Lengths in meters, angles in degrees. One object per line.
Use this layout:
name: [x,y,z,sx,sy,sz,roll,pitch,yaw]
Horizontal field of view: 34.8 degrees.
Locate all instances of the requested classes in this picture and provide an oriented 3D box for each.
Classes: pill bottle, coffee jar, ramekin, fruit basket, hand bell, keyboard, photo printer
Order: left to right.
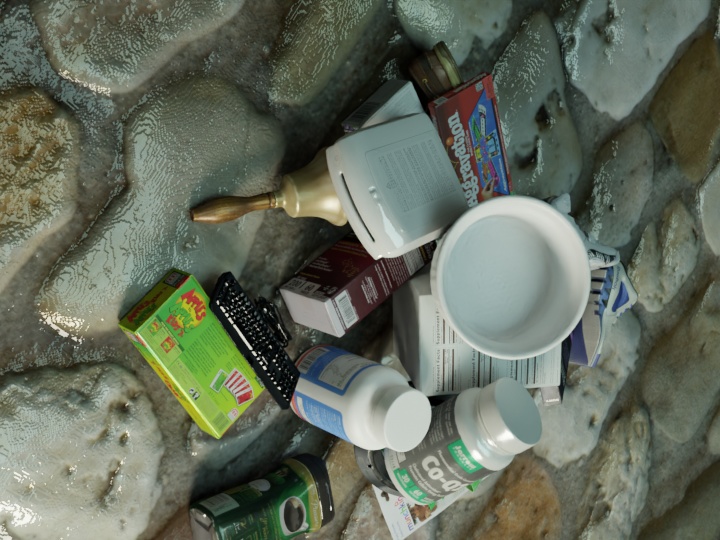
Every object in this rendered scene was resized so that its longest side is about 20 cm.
keyboard: [-0.124,0.080,1.490,0.201,0.039,0.105,59,27,-34]
hand bell: [-0.121,-0.088,1.466,0.198,0.104,0.105,-15,110,-25]
coffee jar: [-0.127,0.326,1.548,0.198,0.085,0.106,-20,110,-34]
pill bottle: [-0.001,0.175,1.542,0.111,0.199,0.114,-11,109,-37]
photo printer: [0.045,-0.108,1.469,0.199,0.069,0.168,-26,91,-52]
fruit basket: [0.108,0.294,1.737,0.199,0.093,0.187,-33,120,-26]
pill bottle: [0.136,0.225,1.525,0.113,0.199,0.114,30,42,-31]
ramekin: [0.183,0.008,1.458,0.198,0.098,0.203,0,90,-8]

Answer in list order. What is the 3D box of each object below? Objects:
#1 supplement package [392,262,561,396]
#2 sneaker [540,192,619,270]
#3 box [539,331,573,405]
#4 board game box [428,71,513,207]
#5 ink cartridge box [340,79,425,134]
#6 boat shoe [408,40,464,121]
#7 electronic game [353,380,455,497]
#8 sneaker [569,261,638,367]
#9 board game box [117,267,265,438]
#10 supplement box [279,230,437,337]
supplement package: [0.159,0.071,1.613,0.197,0.191,0.149,-3,106,-9]
sneaker: [0.335,-0.060,1.826,0.198,0.075,0.117,1,80,-35]
box: [0.301,0.097,1.817,0.201,0.036,0.144,-63,140,-55]
board game box: [0.160,-0.170,1.631,0.102,0.019,0.202,-31,127,-19]
ink cartridge box: [0.059,-0.154,1.612,0.109,0.050,0.201,-44,126,-24]
boat shoe: [0.124,-0.233,1.643,0.067,0.072,0.201,-25,131,4]
electronic game: [0.088,0.243,1.649,0.197,0.042,0.202,-3,117,-7]
sneaker: [0.417,0.068,1.948,0.114,0.080,0.202,7,94,-39]
board game box: [-0.207,0.106,1.452,0.102,0.047,0.201,-47,126,-22]
supplement box: [0.000,0.000,1.560,0.199,0.108,0.061,-39,121,-28]
